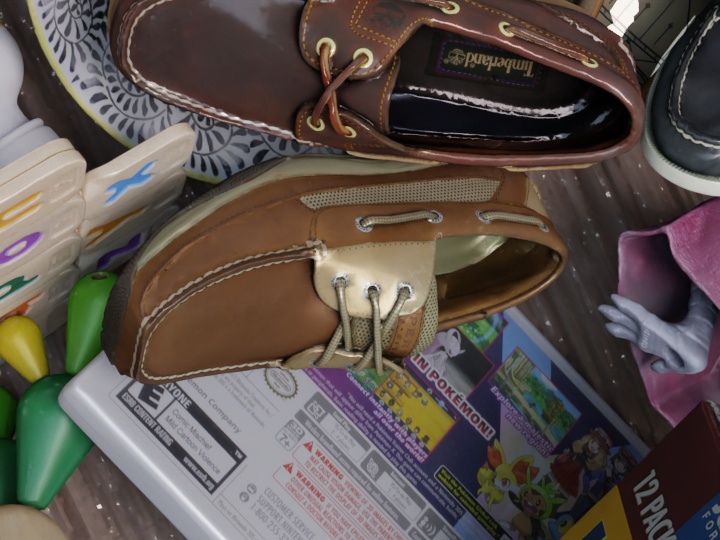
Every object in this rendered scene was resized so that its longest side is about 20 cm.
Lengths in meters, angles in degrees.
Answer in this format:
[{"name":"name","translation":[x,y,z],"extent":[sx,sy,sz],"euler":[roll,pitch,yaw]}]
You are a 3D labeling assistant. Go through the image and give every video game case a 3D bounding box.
[{"name":"video game case","translation":[0.007,0.066,0.761],"extent":[0.200,0.023,0.182],"euler":[46,53,-2]}]

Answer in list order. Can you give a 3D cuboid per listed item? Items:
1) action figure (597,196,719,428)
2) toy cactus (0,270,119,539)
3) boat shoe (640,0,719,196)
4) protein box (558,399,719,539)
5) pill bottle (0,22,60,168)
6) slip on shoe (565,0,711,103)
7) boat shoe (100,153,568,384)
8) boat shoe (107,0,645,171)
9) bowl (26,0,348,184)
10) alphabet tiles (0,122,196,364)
[{"name":"action figure","translation":[0.188,-0.011,0.738],"extent":[0.200,0.149,0.134],"euler":[-37,126,-31]},{"name":"toy cactus","translation":[-0.137,0.102,0.755],"extent":[0.102,0.165,0.200],"euler":[38,101,-28]},{"name":"boat shoe","translation":[0.173,-0.105,0.726],"extent":[0.074,0.066,0.199],"euler":[35,54,24]},{"name":"protein box","translation":[0.133,0.193,0.640],"extent":[0.200,0.135,0.199],"euler":[34,112,-21]},{"name":"pill bottle","translation":[-0.209,-0.088,0.759],"extent":[0.112,0.112,0.200],"euler":[-41,92,3]},{"name":"slip on shoe","translation":[0.135,-0.133,0.779],"extent":[0.076,0.061,0.200],"euler":[37,94,-2]},{"name":"boat shoe","translation":[0.000,0.000,0.714],"extent":[0.074,0.200,0.076],"euler":[45,138,30]},{"name":"boat shoe","translation":[0.007,-0.076,0.698],"extent":[0.199,0.070,0.071],"euler":[3,121,-9]},{"name":"bowl","translation":[-0.034,-0.141,0.749],"extent":[0.200,0.094,0.201],"euler":[-5,121,-8]},{"name":"alphabet tiles","translation":[-0.149,0.010,0.717],"extent":[0.195,0.200,0.015],"euler":[-33,81,-18]}]
